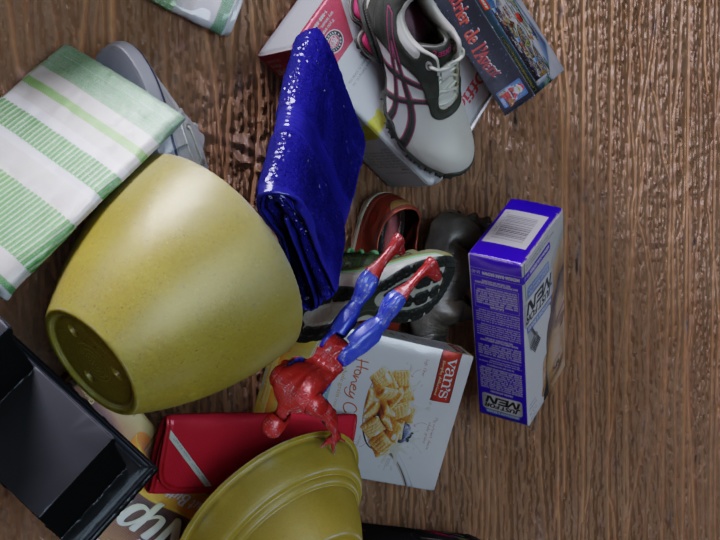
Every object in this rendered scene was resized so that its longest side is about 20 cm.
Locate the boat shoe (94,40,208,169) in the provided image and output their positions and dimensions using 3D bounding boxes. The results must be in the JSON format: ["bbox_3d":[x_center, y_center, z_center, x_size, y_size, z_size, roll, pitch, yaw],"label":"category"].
[{"bbox_3d":[-0.171,-0.107,0.948,0.070,0.070,0.203,-38,110,-53],"label":"boat shoe"}]

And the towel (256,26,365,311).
[{"bbox_3d":[-0.036,-0.088,0.908,0.149,0.049,0.202,74,19,-50],"label":"towel"}]

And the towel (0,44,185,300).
[{"bbox_3d":[-0.258,-0.085,0.855,0.200,0.152,0.024,-49,154,-20],"label":"towel"}]

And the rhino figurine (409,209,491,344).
[{"bbox_3d":[0.089,0.033,1.112,0.087,0.059,0.203,16,86,-35],"label":"rhino figurine"}]

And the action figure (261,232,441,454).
[{"bbox_3d":[-0.011,0.073,0.918,0.200,0.065,0.099,-47,155,-18],"label":"action figure"}]

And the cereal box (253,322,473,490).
[{"bbox_3d":[0.000,0.127,1.039,0.197,0.039,0.146,13,98,-21],"label":"cereal box"}]

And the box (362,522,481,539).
[{"bbox_3d":[0.055,0.320,1.068,0.198,0.122,0.108,14,86,-32],"label":"box"}]

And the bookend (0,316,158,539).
[{"bbox_3d":[-0.257,0.090,0.775,0.198,0.201,0.092,39,69,13],"label":"bookend"}]

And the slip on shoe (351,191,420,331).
[{"bbox_3d":[0.020,0.023,1.067,0.073,0.061,0.204,11,89,-34],"label":"slip on shoe"}]

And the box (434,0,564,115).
[{"bbox_3d":[0.121,-0.261,1.060,0.201,0.037,0.136,57,30,-4],"label":"box"}]

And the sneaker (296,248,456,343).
[{"bbox_3d":[0.000,0.000,0.998,0.197,0.089,0.078,-9,133,-30],"label":"sneaker"}]

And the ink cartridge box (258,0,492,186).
[{"bbox_3d":[0.022,-0.197,1.044,0.200,0.083,0.146,42,72,-26],"label":"ink cartridge box"}]

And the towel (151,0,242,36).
[{"bbox_3d":[-0.175,-0.318,0.947,0.198,0.031,0.151,24,79,-30],"label":"towel"}]

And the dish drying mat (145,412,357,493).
[{"bbox_3d":[-0.092,0.164,0.961,0.198,0.018,0.078,6,104,-34],"label":"dish drying mat"}]

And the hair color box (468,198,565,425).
[{"bbox_3d":[0.164,0.044,1.100,0.109,0.064,0.202,-47,141,-43],"label":"hair color box"}]

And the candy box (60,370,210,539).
[{"bbox_3d":[-0.215,0.189,0.934,0.115,0.055,0.201,-44,114,-22],"label":"candy box"}]

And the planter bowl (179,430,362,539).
[{"bbox_3d":[-0.059,0.245,0.946,0.199,0.083,0.202,-29,144,-23],"label":"planter bowl"}]

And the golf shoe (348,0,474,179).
[{"bbox_3d":[0.059,-0.171,0.969,0.077,0.088,0.202,-38,113,-24],"label":"golf shoe"}]

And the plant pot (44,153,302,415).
[{"bbox_3d":[-0.166,0.030,0.856,0.142,0.198,0.202,-42,113,-36],"label":"plant pot"}]
